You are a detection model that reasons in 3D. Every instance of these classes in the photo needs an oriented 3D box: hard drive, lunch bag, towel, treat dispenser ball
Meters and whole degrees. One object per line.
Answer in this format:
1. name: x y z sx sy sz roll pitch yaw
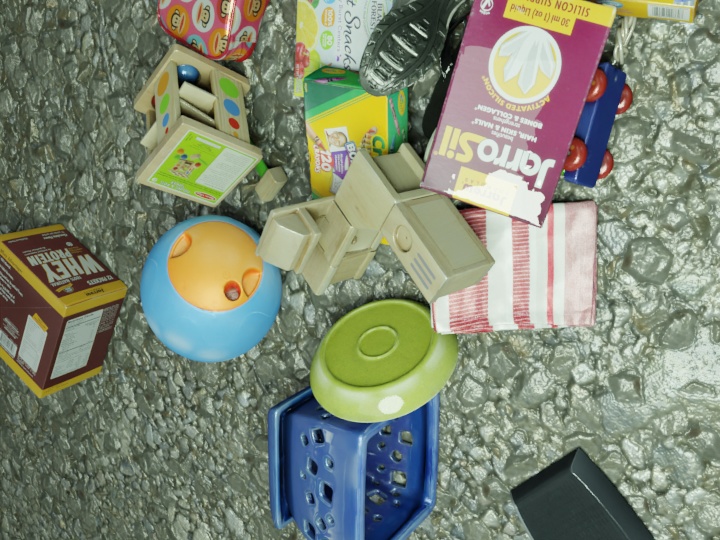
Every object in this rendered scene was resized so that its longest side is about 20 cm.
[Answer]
1. hard drive: 0.286 0.339 0.870 0.135 0.042 0.202 -42 80 30
2. lunch bag: -0.205 -0.405 0.955 0.174 0.081 0.204 32 116 20
3. towel: 0.177 -0.002 0.817 0.194 0.023 0.148 -3 101 4
4. treat dispenser ball: -0.208 0.025 0.988 0.196 0.200 0.207 7 105 28

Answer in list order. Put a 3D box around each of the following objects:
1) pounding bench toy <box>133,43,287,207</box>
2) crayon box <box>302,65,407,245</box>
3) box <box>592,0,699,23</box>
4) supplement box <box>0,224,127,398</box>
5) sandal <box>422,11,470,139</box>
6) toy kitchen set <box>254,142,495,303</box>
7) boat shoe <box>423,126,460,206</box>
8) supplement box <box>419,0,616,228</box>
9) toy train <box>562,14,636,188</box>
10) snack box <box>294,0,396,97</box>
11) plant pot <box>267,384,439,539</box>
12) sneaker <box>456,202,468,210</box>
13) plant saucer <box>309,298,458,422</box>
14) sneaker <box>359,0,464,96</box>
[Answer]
1. pounding bench toy: -0.200 -0.193 0.984 0.123 0.197 0.159 -36 53 35
2. crayon box: -0.003 -0.143 0.880 0.116 0.058 0.204 15 127 25
3. box: 0.290 -0.353 0.679 0.116 0.041 0.206 16 94 25
4. supplement box: -0.545 0.066 1.231 0.196 0.132 0.203 37 117 17
5. sandal: 0.116 -0.246 0.807 0.203 0.044 0.076 -63 30 21
6. toy kitchen set: 0.000 0.000 0.781 0.182 0.160 0.202 55 139 23
7. boat shoe: 0.130 -0.154 0.771 0.071 0.060 0.205 23 104 -22
8. supplement box: 0.149 -0.161 0.681 0.128 0.103 0.205 18 102 11
9. toy train: 0.230 -0.203 0.764 0.114 0.083 0.206 22 103 42
10. snack box: -0.011 -0.318 0.880 0.139 0.053 0.206 12 108 26
11. plant pot: -0.015 0.249 0.940 0.176 0.198 0.206 9 107 34
12. sneaker: 0.100 -0.088 0.860 0.072 0.079 0.205 19 99 -19
13. plant saucer: 0.025 0.099 0.878 0.195 0.202 0.032 4 133 28
14. sneaker: 0.063 -0.275 0.785 0.073 0.079 0.203 36 77 -12
